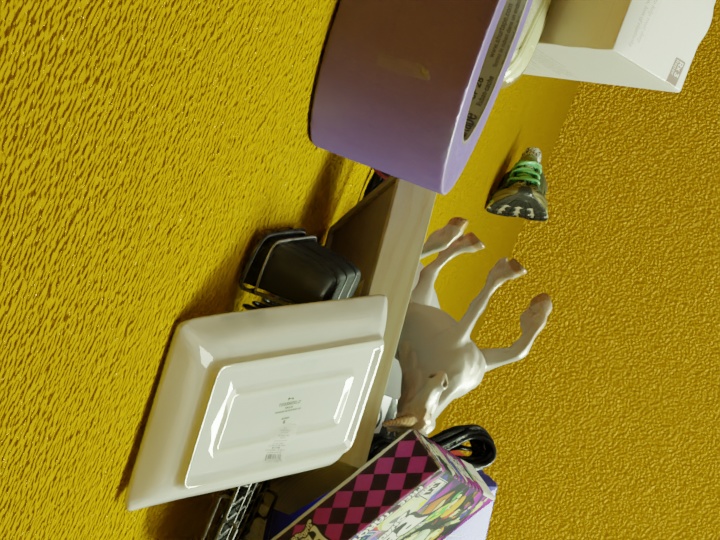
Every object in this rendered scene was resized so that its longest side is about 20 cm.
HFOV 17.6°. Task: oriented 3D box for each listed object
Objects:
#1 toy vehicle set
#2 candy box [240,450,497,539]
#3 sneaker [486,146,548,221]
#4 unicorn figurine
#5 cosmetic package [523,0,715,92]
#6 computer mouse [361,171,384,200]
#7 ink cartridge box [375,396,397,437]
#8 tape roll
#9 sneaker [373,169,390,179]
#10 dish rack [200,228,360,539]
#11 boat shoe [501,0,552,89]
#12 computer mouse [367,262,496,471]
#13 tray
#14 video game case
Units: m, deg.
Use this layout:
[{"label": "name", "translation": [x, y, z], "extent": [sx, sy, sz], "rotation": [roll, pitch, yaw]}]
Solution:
[{"label": "toy vehicle set", "translation": [-0.009, 0.045, 1.467], "extent": [0.124, 0.026, 0.200], "rotation": [-37, -146, 61]}, {"label": "candy box", "translation": [-0.011, 0.223, 1.598], "extent": [0.077, 0.169, 0.201], "rotation": [38, -61, 59]}, {"label": "sneaker", "translation": [0.195, -0.108, 2.829], "extent": [0.200, 0.077, 0.089], "rotation": [-30, 128, -88]}, {"label": "unicorn figurine", "translation": [0.049, 0.042, 1.494], "extent": [0.137, 0.074, 0.200], "rotation": [-45, -154, -4]}, {"label": "cosmetic package", "translation": [0.172, -0.204, 1.754], "extent": [0.200, 0.081, 0.113], "rotation": [10, -103, 56]}, {"label": "computer mouse", "translation": [0.000, 0.000, 1.671], "extent": [0.059, 0.034, 0.200], "rotation": [68, 44, -79]}, {"label": "ink cartridge box", "translation": [-0.029, 0.152, 1.635], "extent": [0.044, 0.094, 0.200], "rotation": [33, -74, 54]}, {"label": "tape roll", "translation": [0.046, -0.151, 1.356], "extent": [0.200, 0.085, 0.200], "rotation": [21, 90, -84]}, {"label": "sneaker", "translation": [0.050, -0.154, 1.527], "extent": [0.087, 0.074, 0.201], "rotation": [-149, -97, -83]}, {"label": "dish rack", "translation": [-0.060, 0.078, 1.358], "extent": [0.153, 0.054, 0.200], "rotation": [-11, 124, -81]}, {"label": "boat shoe", "translation": [0.113, -0.232, 1.701], "extent": [0.066, 0.074, 0.200], "rotation": [44, 57, -56]}, {"label": "computer mouse", "translation": [0.027, 0.052, 1.581], "extent": [0.044, 0.109, 0.200], "rotation": [-50, -135, 47]}, {"label": "tray", "translation": [-0.046, 0.071, 1.250], "extent": [0.200, 0.022, 0.108], "rotation": [-6, 119, -57]}, {"label": "video game case", "translation": [-0.017, 0.181, 1.440], "extent": [0.200, 0.036, 0.181], "rotation": [-39, 163, 3]}]
